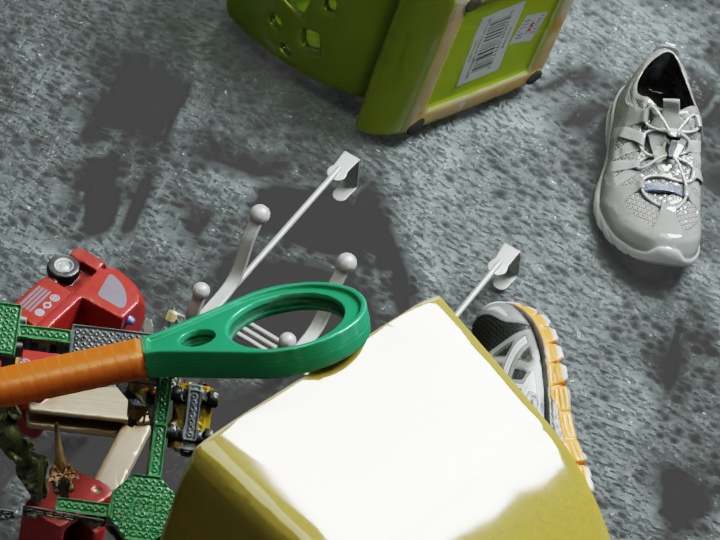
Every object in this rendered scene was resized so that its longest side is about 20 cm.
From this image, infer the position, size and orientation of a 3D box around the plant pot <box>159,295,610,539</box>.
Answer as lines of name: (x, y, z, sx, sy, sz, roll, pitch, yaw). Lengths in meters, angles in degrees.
plant pot: (0.023, 0.175, 1.203, 0.200, 0.196, 0.194, 43, 49, 19)

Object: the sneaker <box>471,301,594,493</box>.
sneaker: (0.091, 0.096, 1.391, 0.077, 0.078, 0.200, -5, 44, -7)

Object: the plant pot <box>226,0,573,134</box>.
plant pot: (0.046, -0.223, 1.630, 0.199, 0.200, 0.182, -23, 62, -34)

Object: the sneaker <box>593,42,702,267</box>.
sneaker: (0.209, -0.085, 1.605, 0.075, 0.082, 0.200, 7, 43, -8)

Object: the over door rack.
over door rack: (0.000, 0.000, 1.471, 0.148, 0.067, 0.200, 31, 45, 16)

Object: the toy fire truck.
toy fire truck: (-0.175, 0.079, 1.351, 0.141, 0.049, 0.200, 29, 45, 16)

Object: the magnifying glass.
magnifying glass: (-0.093, 0.043, 1.186, 0.200, 0.022, 0.080, -10, 25, -4)

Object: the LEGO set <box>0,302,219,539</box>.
LEGO set: (-0.182, 0.092, 1.248, 0.200, 0.116, 0.154, 0, 74, -8)
